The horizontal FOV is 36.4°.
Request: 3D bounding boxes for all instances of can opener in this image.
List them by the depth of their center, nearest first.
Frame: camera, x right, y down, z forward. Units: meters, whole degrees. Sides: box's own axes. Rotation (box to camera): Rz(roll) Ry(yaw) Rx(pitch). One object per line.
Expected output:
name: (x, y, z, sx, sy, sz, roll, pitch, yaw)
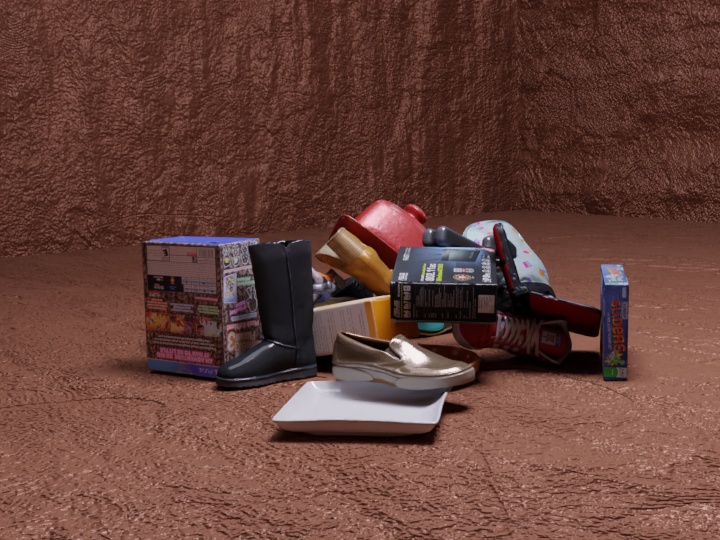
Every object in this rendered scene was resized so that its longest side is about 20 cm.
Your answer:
can opener: (0.175, -0.035, 1.756, 0.052, 0.067, 0.199, -12, -21, 42)

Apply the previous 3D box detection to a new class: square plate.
square plate: (0.009, 0.171, 1.362, 0.197, 0.029, 0.200, -1, 7, 11)

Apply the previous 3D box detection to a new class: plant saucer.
plant saucer: (0.071, 0.140, 1.570, 0.199, 0.033, 0.200, -3, 7, 0)

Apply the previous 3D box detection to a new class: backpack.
backpack: (0.241, 0.010, 1.905, 0.166, 0.127, 0.200, -1, 41, -27)

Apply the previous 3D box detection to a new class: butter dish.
butter dish: (0.061, -0.052, 1.930, 0.199, 0.148, 0.200, 37, -18, 1)

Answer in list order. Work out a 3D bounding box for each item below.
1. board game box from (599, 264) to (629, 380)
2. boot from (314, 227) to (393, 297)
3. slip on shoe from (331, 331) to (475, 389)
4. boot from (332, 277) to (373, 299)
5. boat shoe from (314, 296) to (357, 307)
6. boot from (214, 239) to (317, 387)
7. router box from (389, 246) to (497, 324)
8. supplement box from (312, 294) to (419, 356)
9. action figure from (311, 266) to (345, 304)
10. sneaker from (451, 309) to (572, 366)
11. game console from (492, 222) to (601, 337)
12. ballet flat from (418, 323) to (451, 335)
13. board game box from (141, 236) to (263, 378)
board game box: (0.370, 0.071, 1.606, 0.034, 0.136, 0.200, 0, 9, 11)
boot: (0.001, -0.001, 1.790, 0.071, 0.144, 0.201, -46, 3, -7)
slip on shoe: (0.053, 0.115, 1.431, 0.199, 0.061, 0.076, 3, 8, 31)
boot: (-0.081, 0.052, 2.092, 0.157, 0.080, 0.211, 2, 9, 29)
boat shoe: (-0.048, 0.082, 1.924, 0.076, 0.072, 0.199, 22, 22, 39)
boot: (-0.140, 0.059, 1.585, 0.164, 0.201, 0.066, -7, 9, -34)
router box: (0.123, 0.018, 1.596, 0.149, 0.063, 0.200, 0, 16, 6)
supplement box: (-0.028, 0.087, 1.681, 0.199, 0.074, 0.126, -12, -1, 32)
action figure: (-0.130, 0.024, 1.750, 0.199, 0.105, 0.193, -14, -14, 10)
sneaker: (0.231, 0.094, 1.615, 0.199, 0.072, 0.112, 13, -5, -44)
game console: (0.280, 0.018, 1.651, 0.118, 0.173, 0.200, -16, -17, 6)
ballet flat: (0.135, 0.085, 1.925, 0.199, 0.069, 0.063, -4, -21, -31)
board game box: (-0.238, 0.053, 1.662, 0.159, 0.201, 0.097, 4, 8, 34)
